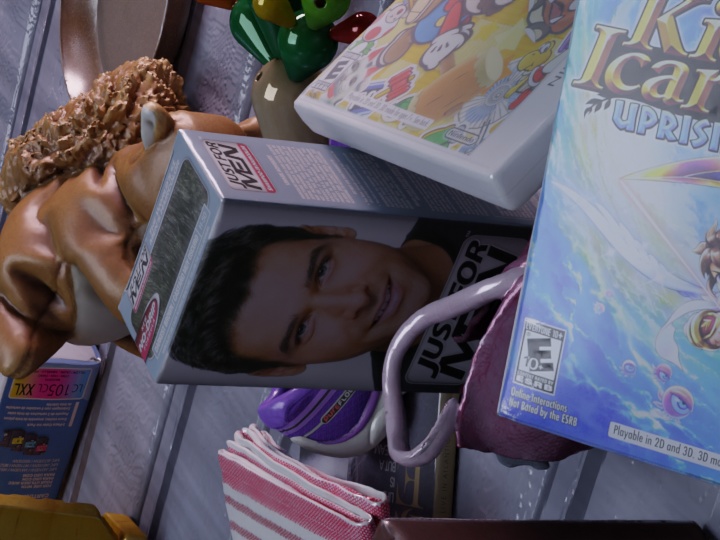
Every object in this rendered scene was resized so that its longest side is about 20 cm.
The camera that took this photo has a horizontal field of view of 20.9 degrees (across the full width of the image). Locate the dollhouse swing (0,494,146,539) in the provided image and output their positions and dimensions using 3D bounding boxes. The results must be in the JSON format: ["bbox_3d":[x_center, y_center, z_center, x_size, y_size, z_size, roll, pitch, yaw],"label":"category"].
[{"bbox_3d":[-0.274,0.185,1.356,0.176,0.199,0.183,-115,40,-57],"label":"dollhouse swing"}]

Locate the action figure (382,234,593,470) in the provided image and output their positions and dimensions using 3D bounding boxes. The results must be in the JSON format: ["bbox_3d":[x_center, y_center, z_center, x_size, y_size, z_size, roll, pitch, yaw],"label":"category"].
[{"bbox_3d":[0.095,-0.017,0.803,0.201,0.148,0.135,109,156,-49],"label":"action figure"}]

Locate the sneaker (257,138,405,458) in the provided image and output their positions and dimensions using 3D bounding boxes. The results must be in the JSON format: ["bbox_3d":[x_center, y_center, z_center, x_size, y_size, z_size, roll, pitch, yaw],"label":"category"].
[{"bbox_3d":[-0.011,-0.006,1.021,0.080,0.083,0.201,-19,59,55],"label":"sneaker"}]

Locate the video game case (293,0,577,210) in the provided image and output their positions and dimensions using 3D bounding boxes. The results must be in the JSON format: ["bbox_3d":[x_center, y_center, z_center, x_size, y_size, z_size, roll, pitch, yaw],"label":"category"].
[{"bbox_3d":[0.075,-0.113,0.840,0.182,0.023,0.200,-45,26,-9],"label":"video game case"}]

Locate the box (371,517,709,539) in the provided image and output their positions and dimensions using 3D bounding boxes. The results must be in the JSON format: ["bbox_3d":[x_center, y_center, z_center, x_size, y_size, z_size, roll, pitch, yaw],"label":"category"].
[{"bbox_3d":[0.087,0.221,0.751,0.200,0.163,0.167,56,133,47],"label":"box"}]

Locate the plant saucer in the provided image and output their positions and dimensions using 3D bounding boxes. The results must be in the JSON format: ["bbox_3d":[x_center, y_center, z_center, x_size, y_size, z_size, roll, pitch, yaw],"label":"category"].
[{"bbox_3d":[-0.162,-0.200,1.373,0.200,0.032,0.202,-11,78,59],"label":"plant saucer"}]

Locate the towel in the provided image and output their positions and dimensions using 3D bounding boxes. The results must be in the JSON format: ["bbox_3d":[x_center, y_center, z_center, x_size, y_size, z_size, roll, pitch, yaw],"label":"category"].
[{"bbox_3d":[-0.013,0.188,1.003,0.146,0.030,0.201,20,124,56],"label":"towel"}]

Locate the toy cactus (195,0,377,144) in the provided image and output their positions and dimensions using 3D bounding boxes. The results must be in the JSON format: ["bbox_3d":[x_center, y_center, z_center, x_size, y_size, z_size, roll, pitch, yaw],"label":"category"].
[{"bbox_3d":[-0.039,-0.139,1.116,0.200,0.102,0.166,21,123,56],"label":"toy cactus"}]

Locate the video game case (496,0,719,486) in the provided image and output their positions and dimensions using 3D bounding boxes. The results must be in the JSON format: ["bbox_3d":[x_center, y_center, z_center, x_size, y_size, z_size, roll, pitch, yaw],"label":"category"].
[{"bbox_3d":[0.158,-0.011,0.683,0.199,0.045,0.183,15,100,27],"label":"video game case"}]

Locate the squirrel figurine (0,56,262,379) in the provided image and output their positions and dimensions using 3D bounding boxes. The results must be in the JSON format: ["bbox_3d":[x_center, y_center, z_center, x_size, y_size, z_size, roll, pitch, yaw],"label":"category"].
[{"bbox_3d":[-0.147,-0.053,1.227,0.187,0.141,0.201,-47,51,37],"label":"squirrel figurine"}]

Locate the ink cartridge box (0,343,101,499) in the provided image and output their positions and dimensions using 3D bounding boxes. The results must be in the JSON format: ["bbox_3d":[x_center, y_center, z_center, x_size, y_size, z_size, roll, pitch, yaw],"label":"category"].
[{"bbox_3d":[-0.272,0.108,1.474,0.137,0.076,0.201,57,132,47],"label":"ink cartridge box"}]

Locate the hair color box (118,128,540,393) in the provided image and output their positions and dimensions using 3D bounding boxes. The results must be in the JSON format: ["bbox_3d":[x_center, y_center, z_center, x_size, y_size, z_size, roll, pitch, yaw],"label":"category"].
[{"bbox_3d":[0.000,0.000,0.895,0.061,0.199,0.099,56,133,46],"label":"hair color box"}]

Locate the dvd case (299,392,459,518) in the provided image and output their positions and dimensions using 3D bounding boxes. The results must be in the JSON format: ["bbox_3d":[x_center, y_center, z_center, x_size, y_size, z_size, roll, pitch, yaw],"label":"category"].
[{"bbox_3d":[0.003,0.145,1.054,0.148,0.016,0.202,1,87,60],"label":"dvd case"}]
